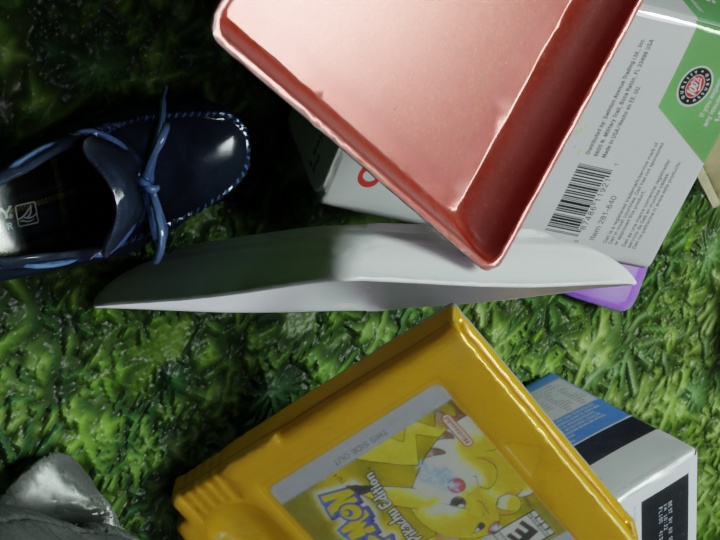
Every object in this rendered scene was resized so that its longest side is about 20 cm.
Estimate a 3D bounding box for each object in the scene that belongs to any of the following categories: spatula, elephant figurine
[{"bbox_3d":[0.107,-0.014,1.125,0.200,0.021,0.057,11,104,-44],"label":"spatula"},{"bbox_3d":[-0.146,0.162,0.921,0.200,0.155,0.142,-19,79,-48],"label":"elephant figurine"}]

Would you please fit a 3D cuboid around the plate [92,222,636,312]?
[{"bbox_3d":[0.000,0.000,0.920,0.200,0.199,0.032,1,86,-41],"label":"plate"}]

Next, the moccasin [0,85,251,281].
[{"bbox_3d":[-0.127,-0.028,0.859,0.200,0.068,0.081,-26,109,-33],"label":"moccasin"}]

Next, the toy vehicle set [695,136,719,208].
[{"bbox_3d":[0.245,-0.107,1.115,0.124,0.027,0.200,-33,159,7],"label":"toy vehicle set"}]

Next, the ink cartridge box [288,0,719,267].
[{"bbox_3d":[0.081,-0.096,0.951,0.200,0.084,0.145,10,120,-24],"label":"ink cartridge box"}]

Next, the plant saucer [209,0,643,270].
[{"bbox_3d":[0.037,-0.133,0.807,0.200,0.037,0.200,38,75,-39],"label":"plant saucer"}]

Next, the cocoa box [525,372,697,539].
[{"bbox_3d":[0.119,0.192,1.156,0.133,0.131,0.200,-25,125,-31],"label":"cocoa box"}]

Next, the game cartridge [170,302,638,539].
[{"bbox_3d":[0.021,0.134,1.005,0.200,0.032,0.176,-34,112,16],"label":"game cartridge"}]
